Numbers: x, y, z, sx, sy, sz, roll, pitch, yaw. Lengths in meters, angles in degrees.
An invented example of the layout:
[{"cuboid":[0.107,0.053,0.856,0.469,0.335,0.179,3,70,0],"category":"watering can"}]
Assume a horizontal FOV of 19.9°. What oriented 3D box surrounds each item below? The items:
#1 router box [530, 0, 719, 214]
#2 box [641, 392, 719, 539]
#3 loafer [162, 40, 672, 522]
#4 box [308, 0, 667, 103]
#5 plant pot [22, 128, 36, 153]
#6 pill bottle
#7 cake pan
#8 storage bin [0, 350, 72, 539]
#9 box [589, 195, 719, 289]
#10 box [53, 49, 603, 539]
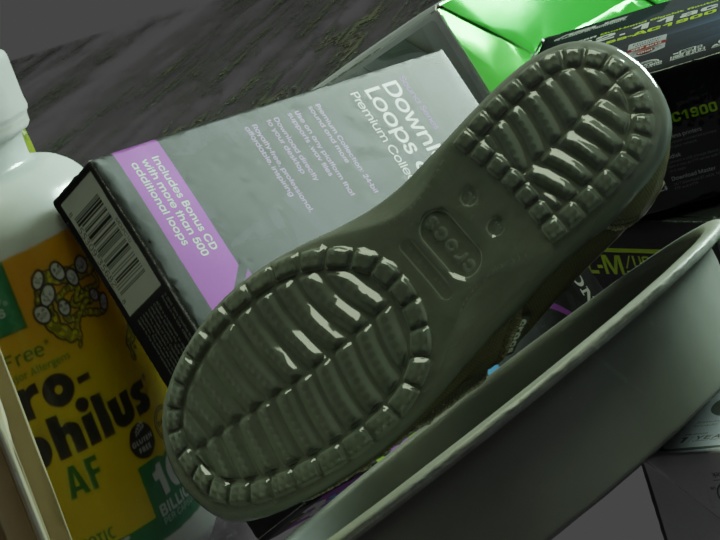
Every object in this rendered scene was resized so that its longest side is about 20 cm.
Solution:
[{"cuboid":[0.171,-0.086,0.903,0.199,0.062,0.150,-15,15,16],"category":"router box"},{"cuboid":[0.181,0.035,0.613,0.116,0.060,0.200,-9,17,36],"category":"box"},{"cuboid":[0.024,0.012,0.655,0.200,0.075,0.070,-38,-24,12],"category":"loafer"},{"cuboid":[0.061,-0.099,1.118,0.176,0.097,0.200,-31,2,43],"category":"box"},{"cuboid":[-0.279,-0.029,1.129,0.192,0.201,0.200,-23,13,7],"category":"plant pot"},{"cuboid":[-0.137,0.025,0.769,0.112,0.201,0.113,-18,13,4],"category":"pill bottle"},{"cuboid":[0.037,0.059,0.608,0.200,0.037,0.200,-38,-2,-2],"category":"cake pan"},{"cuboid":[-0.164,0.106,0.501,0.199,0.199,0.094,-20,10,-5],"category":"storage bin"},{"cuboid":[0.170,-0.044,0.964,0.200,0.048,0.193,-28,14,-30],"category":"box"},{"cuboid":[0.000,0.000,0.772,0.200,0.143,0.036,-23,-14,-46],"category":"box"}]
